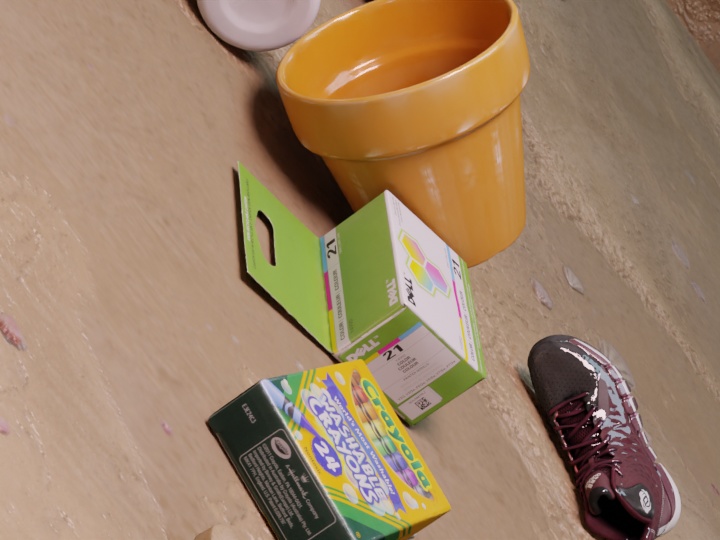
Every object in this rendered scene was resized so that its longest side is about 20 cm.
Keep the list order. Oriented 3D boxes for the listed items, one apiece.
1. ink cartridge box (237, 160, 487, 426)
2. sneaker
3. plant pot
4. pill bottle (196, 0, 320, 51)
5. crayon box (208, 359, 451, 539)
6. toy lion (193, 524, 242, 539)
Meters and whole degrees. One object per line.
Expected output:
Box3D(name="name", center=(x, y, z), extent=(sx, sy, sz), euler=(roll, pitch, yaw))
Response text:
Box3D(name="ink cartridge box", center=(0.000, 0.000, 1.783), extent=(0.200, 0.076, 0.148), euler=(43, 23, -32))
Box3D(name="sneaker", center=(0.201, 0.151, 1.999), extent=(0.200, 0.076, 0.115), euler=(55, 23, 0))
Box3D(name="plant pot", center=(0.052, -0.104, 1.904), extent=(0.200, 0.199, 0.184), euler=(-84, 160, -60))
Box3D(name="pill bottle", center=(-0.081, -0.271, 1.988), extent=(0.104, 0.104, 0.200), euler=(46, 22, -23))
Box3D(name="crayon box", center=(-0.012, 0.130, 1.592), extent=(0.126, 0.051, 0.200), euler=(58, 20, 10))
Box3D(name="toy lion", center=(-0.054, 0.267, 1.285), extent=(0.192, 0.068, 0.200), euler=(52, 19, -27))
